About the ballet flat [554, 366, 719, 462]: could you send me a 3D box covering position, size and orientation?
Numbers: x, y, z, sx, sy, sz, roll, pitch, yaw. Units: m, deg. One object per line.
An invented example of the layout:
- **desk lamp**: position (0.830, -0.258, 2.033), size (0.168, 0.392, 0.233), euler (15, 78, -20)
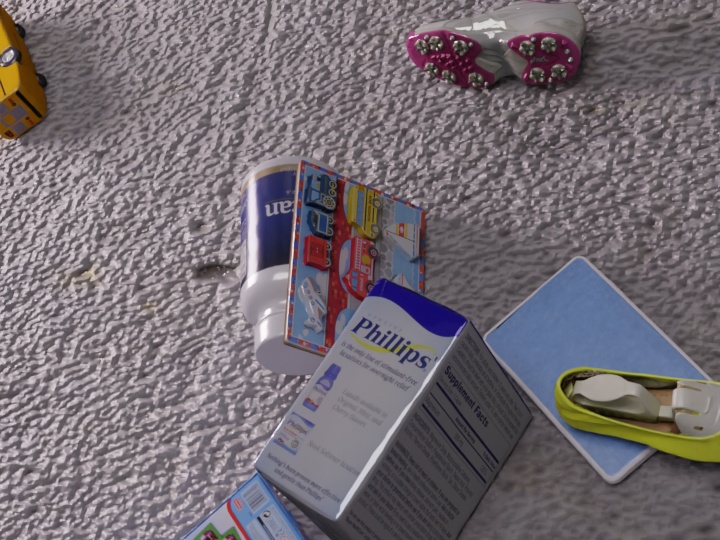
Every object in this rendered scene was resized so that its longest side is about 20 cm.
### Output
- **ballet flat**: position (0.255, 0.116, 1.155), size (0.197, 0.067, 0.068), euler (7, 63, 27)

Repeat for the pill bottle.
- **pill bottle**: position (-0.066, -0.004, 1.368), size (0.110, 0.111, 0.202), euler (-14, 56, 17)

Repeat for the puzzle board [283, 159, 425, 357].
- **puzzle board**: position (0.000, 0.000, 1.324), size (0.017, 0.149, 0.203), euler (-39, 40, 49)

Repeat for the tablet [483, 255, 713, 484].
- **tablet**: position (0.214, 0.086, 1.243), size (0.130, 0.014, 0.200), euler (-40, 53, -2)

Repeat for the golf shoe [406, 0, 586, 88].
- **golf shoe**: position (0.147, -0.245, 1.450), size (0.197, 0.076, 0.092), euler (6, 48, 26)

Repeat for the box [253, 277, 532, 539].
- **box**: position (0.034, 0.145, 1.186), size (0.104, 0.184, 0.201), euler (26, 73, 36)

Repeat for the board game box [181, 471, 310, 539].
- **board game box**: position (-0.127, 0.307, 1.255), size (0.199, 0.037, 0.151), euler (-40, 52, -3)

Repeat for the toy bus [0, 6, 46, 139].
- **toy bus**: position (-0.458, -0.263, 1.742), size (0.078, 0.065, 0.201), euler (-34, 53, 5)
